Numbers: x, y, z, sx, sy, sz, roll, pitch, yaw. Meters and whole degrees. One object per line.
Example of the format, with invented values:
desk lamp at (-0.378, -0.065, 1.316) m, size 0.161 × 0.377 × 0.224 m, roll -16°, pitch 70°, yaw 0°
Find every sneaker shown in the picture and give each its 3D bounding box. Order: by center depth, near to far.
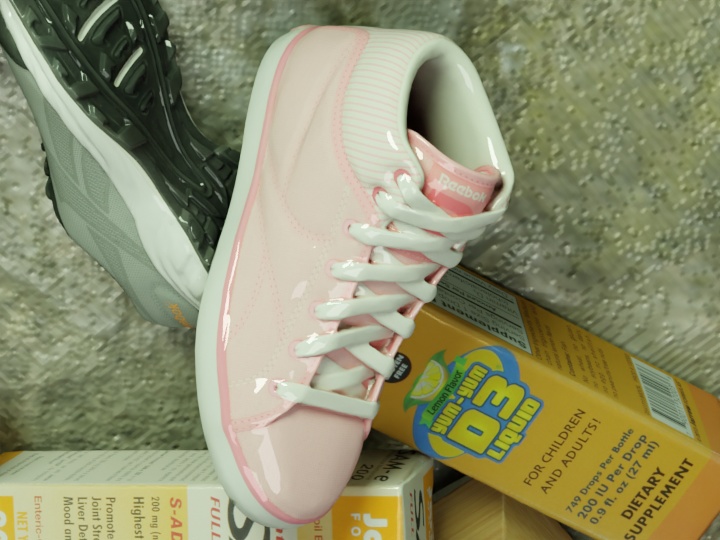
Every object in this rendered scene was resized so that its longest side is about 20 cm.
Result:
sneaker at (0.000, 0.000, 0.982) m, size 0.075 × 0.104 × 0.202 m, roll 15°, pitch 78°, yaw -42°
sneaker at (-0.104, -0.054, 1.017) m, size 0.079 × 0.074 × 0.201 m, roll -12°, pitch 118°, yaw 37°

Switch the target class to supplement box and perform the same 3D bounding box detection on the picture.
supplement box at (-0.068, 0.144, 1.086) m, size 0.198 × 0.074 × 0.127 m, roll -2°, pitch 97°, yaw 13°
supplement box at (0.065, 0.054, 1.099) m, size 0.199 × 0.069 × 0.067 m, roll 27°, pitch 113°, yaw -17°

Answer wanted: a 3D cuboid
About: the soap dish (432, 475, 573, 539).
soap dish at (0.030, 0.199, 1.175) m, size 0.199 × 0.081 × 0.158 m, roll -34°, pitch 118°, yaw 14°
